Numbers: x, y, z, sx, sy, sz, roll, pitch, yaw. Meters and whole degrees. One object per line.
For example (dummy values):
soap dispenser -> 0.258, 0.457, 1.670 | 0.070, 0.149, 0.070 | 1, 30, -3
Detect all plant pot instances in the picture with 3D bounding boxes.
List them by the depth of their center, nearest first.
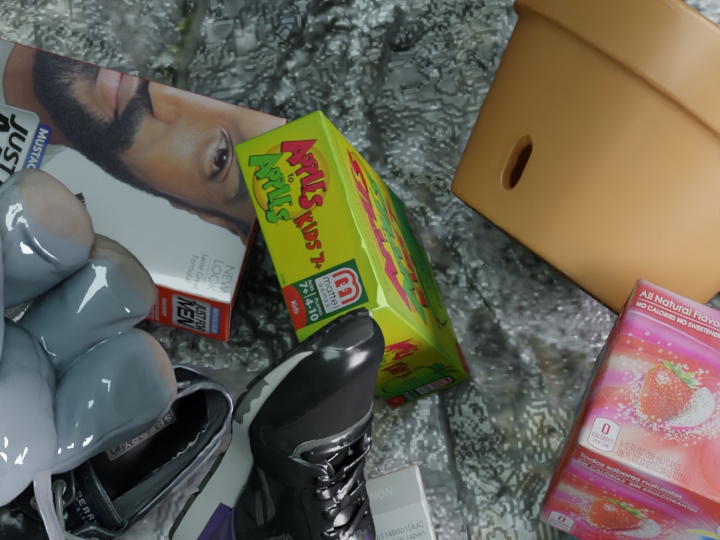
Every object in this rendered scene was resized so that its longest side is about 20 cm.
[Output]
plant pot -> 0.141, -0.058, 1.117 | 0.200, 0.200, 0.140 | 36, 93, 10

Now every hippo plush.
hippo plush -> -0.196, 0.057, 1.050 | 0.160, 0.159, 0.202 | -8, 84, 42

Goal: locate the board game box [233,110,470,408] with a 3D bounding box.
board game box -> 0.000, 0.000, 1.078 | 0.047, 0.200, 0.102 | -21, 74, 8

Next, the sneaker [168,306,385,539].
sneaker -> -0.016, 0.098, 0.976 | 0.076, 0.200, 0.088 | -31, 70, -36

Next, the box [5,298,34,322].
box -> -0.251, 0.002, 1.159 | 0.200, 0.048, 0.193 | -40, 76, -11

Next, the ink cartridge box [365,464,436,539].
ink cartridge box -> -0.032, 0.210, 1.060 | 0.199, 0.045, 0.178 | -19, 74, 17

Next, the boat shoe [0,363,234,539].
boat shoe -> -0.148, 0.117, 1.090 | 0.199, 0.068, 0.072 | -34, 108, -23

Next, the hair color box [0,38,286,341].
hair color box -> -0.149, -0.048, 1.122 | 0.198, 0.064, 0.112 | 15, 69, 0

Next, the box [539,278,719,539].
box -> 0.201, 0.100, 1.037 | 0.199, 0.095, 0.103 | 23, 60, 5

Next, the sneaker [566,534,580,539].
sneaker -> 0.205, 0.131, 1.116 | 0.198, 0.078, 0.092 | 6, 64, -7
